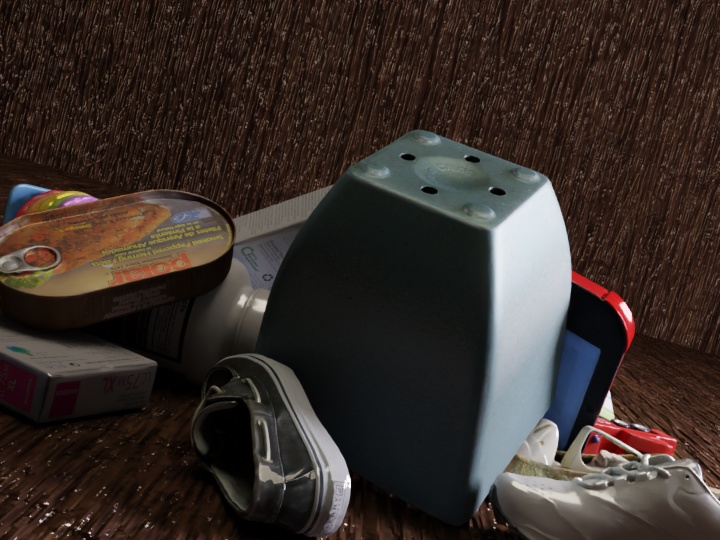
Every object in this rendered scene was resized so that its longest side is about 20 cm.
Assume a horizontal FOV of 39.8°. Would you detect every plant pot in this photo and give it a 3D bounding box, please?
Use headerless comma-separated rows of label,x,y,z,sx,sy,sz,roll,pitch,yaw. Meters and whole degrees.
plant pot,0.048,0.017,0.732,0.194,0.203,0.195,23,33,22

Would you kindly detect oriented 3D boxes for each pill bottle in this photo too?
pill bottle,-0.171,0.030,0.860,0.196,0.115,0.112,16,5,8

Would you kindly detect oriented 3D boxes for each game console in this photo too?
game console,0.131,0.070,0.849,0.175,0.203,0.031,29,41,22

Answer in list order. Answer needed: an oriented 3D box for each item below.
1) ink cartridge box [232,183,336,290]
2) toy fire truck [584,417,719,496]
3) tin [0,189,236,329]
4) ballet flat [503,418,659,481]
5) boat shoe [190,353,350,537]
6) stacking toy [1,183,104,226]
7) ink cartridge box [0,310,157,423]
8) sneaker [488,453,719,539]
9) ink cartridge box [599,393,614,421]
ink cartridge box,0.000,0.000,0.921,0.196,0.044,0.197,-17,-42,16
toy fire truck,0.271,0.183,0.917,0.196,0.050,0.141,14,5,-20
tin,-0.192,-0.011,0.781,0.197,0.043,0.112,-14,38,-30
ballet flat,0.162,0.154,0.801,0.196,0.072,0.071,14,5,-13
boat shoe,-0.073,0.099,0.635,0.070,0.073,0.199,17,6,-29
stacking toy,-0.277,-0.037,0.981,0.114,0.112,0.199,12,-13,-32
ink cartridge box,-0.261,0.055,0.726,0.197,0.043,0.119,21,7,24
sneaker,0.183,0.161,0.672,0.196,0.089,0.075,14,7,-5
ink cartridge box,0.177,0.055,1.026,0.146,0.203,0.075,27,-41,-36
